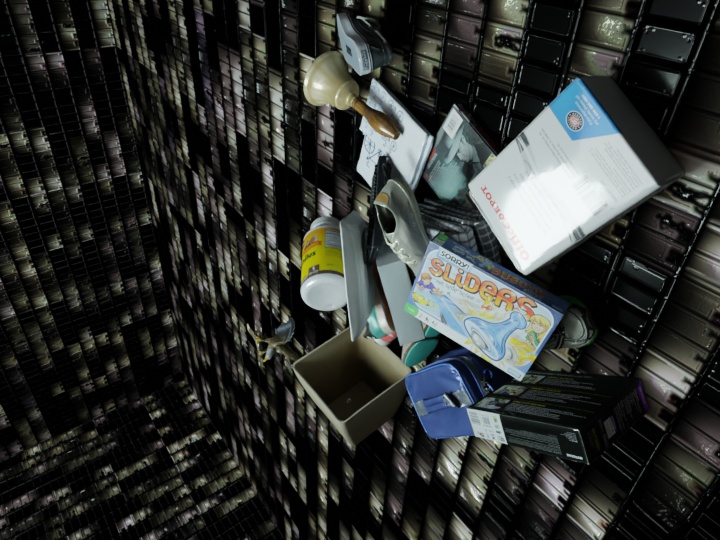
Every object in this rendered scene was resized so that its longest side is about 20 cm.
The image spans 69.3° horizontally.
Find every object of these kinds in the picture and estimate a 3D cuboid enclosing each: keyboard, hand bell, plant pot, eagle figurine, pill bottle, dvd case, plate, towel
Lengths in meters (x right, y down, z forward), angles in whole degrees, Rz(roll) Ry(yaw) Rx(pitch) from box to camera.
[{"bbox_3d":[0.029,-0.116,0.887,0.127,0.020,0.202,116,162,-56],"label":"keyboard"},{"bbox_3d":[-0.002,-0.290,0.917,0.200,0.104,0.105,46,142,27],"label":"hand bell"},{"bbox_3d":[-0.014,0.281,1.215,0.200,0.199,0.178,40,149,38],"label":"plant pot"},{"bbox_3d":[-0.249,0.236,1.629,0.198,0.152,0.152,-6,150,28],"label":"eagle figurine"},{"bbox_3d":[-0.072,-0.021,1.124,0.110,0.108,0.201,107,166,-46],"label":"pill bottle"},{"bbox_3d":[0.177,-0.137,0.814,0.201,0.022,0.146,55,146,19],"label":"dvd case"},{"bbox_3d":[0.000,0.000,0.931,0.200,0.032,0.202,-62,-33,-77],"label":"plate"},{"bbox_3d":[0.147,-0.024,0.844,0.200,0.085,0.167,31,148,58],"label":"towel"}]

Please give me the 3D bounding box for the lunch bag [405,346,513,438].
[{"bbox_3d":[0.177,0.216,0.920,0.137,0.131,0.200,63,149,9],"label":"lunch bag"}]

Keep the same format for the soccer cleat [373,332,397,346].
[{"bbox_3d":[0.023,0.066,1.146,0.073,0.068,0.201,-46,66,36],"label":"soccer cleat"}]

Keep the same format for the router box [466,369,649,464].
[{"bbox_3d":[0.274,0.198,0.743,0.199,0.148,0.052,-10,100,59],"label":"router box"}]

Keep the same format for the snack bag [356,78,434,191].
[{"bbox_3d":[0.049,-0.211,0.946,0.189,0.021,0.201,56,147,32],"label":"snack bag"}]

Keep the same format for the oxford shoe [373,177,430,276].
[{"bbox_3d":[0.070,-0.042,0.789,0.075,0.058,0.201,25,146,56],"label":"oxford shoe"}]

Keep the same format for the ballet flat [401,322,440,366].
[{"bbox_3d":[0.126,0.111,1.017,0.201,0.067,0.068,116,144,-44],"label":"ballet flat"}]

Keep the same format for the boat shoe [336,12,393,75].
[{"bbox_3d":[0.006,-0.391,0.880,0.200,0.067,0.074,-112,9,-53],"label":"boat shoe"}]

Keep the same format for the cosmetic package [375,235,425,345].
[{"bbox_3d":[0.063,0.018,0.944,0.200,0.051,0.152,-99,-10,-68],"label":"cosmetic package"}]

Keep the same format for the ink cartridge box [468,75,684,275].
[{"bbox_3d":[0.250,-0.110,0.638,0.147,0.085,0.200,60,142,13],"label":"ink cartridge box"}]

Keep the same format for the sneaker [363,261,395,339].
[{"bbox_3d":[0.012,0.045,1.082,0.079,0.071,0.202,-25,68,26],"label":"sneaker"}]

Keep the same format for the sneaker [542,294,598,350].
[{"bbox_3d":[0.258,0.094,0.768,0.200,0.085,0.079,-30,83,57],"label":"sneaker"}]

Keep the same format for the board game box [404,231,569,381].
[{"bbox_3d":[0.170,0.051,0.737,0.199,0.034,0.136,30,130,17],"label":"board game box"}]
